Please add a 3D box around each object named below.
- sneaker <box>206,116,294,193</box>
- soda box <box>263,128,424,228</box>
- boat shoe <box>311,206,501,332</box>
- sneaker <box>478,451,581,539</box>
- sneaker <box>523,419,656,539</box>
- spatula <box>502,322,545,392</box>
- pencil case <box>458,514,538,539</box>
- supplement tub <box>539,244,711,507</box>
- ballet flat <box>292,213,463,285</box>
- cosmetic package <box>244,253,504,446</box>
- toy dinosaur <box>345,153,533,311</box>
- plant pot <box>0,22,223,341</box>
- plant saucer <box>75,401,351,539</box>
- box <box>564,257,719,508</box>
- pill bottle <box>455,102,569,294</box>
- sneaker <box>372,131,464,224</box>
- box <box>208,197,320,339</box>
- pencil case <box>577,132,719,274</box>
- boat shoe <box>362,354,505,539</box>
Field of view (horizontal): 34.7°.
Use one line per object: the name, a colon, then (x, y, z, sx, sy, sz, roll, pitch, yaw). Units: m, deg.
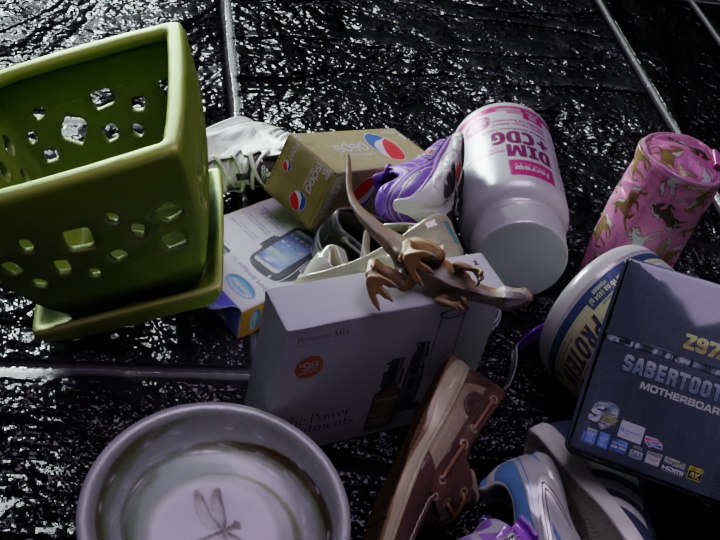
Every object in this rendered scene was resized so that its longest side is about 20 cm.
sneaker: (-0.133, -0.105, 1.140, 0.114, 0.077, 0.200, 10, 29, 38)
soda box: (-0.006, -0.096, 1.155, 0.068, 0.065, 0.199, 39, 25, 22)
boat shoe: (0.051, 0.003, 1.075, 0.198, 0.064, 0.071, 24, 52, -13)
sneaker: (0.150, 0.233, 0.872, 0.072, 0.072, 0.202, -26, 53, 3)
sneaker: (0.213, 0.191, 0.922, 0.083, 0.076, 0.201, -12, 45, -22)
spatula: (0.130, 0.097, 1.037, 0.020, 0.057, 0.200, 39, 50, 5)
pencil case: (0.046, 0.243, 0.803, 0.198, 0.086, 0.084, -22, 55, -35)
supplement tub: (0.268, 0.090, 1.004, 0.144, 0.146, 0.200, -19, 49, -34)
ballet flat: (0.000, 0.000, 1.015, 0.198, 0.070, 0.070, -19, 31, 25)
cosmetic package: (0.009, 0.070, 0.945, 0.197, 0.152, 0.052, -10, 44, -26)
toy dinosaur: (0.037, -0.010, 0.898, 0.199, 0.061, 0.106, 35, 20, 13)
plant pot: (-0.214, -0.064, 0.981, 0.196, 0.183, 0.201, -14, 40, 4)
plant saucer: (-0.107, 0.190, 0.841, 0.197, 0.051, 0.202, 7, 44, -6)
box: (0.275, 0.096, 0.886, 0.197, 0.051, 0.160, 19, 79, 16)
pill bottle: (0.154, -0.074, 1.188, 0.111, 0.115, 0.202, 8, 40, -7)
sneaker: (0.056, -0.089, 1.102, 0.082, 0.082, 0.200, 5, 14, 11)
box: (-0.090, -0.009, 1.099, 0.198, 0.042, 0.119, -25, 53, -35)
pencil case: (0.275, -0.035, 1.110, 0.086, 0.202, 0.083, -14, 47, -33)
boat shoe: (0.061, 0.163, 0.894, 0.071, 0.072, 0.201, 28, 56, -1)
